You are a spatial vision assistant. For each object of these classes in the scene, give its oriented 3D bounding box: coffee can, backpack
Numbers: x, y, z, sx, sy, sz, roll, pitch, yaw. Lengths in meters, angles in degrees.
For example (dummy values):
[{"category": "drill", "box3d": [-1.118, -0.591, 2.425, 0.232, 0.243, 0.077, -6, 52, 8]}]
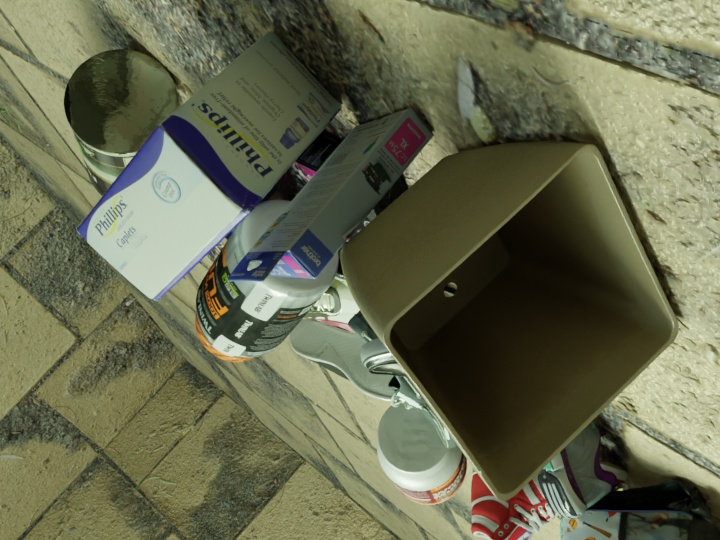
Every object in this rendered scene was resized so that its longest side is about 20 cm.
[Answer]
[{"category": "coffee can", "box3d": [-0.317, -0.189, 1.227, 0.146, 0.147, 0.200, 42, 162, 4]}, {"category": "backpack", "box3d": [0.308, 0.341, 0.983, 0.189, 0.155, 0.201, -2, 134, 42]}]

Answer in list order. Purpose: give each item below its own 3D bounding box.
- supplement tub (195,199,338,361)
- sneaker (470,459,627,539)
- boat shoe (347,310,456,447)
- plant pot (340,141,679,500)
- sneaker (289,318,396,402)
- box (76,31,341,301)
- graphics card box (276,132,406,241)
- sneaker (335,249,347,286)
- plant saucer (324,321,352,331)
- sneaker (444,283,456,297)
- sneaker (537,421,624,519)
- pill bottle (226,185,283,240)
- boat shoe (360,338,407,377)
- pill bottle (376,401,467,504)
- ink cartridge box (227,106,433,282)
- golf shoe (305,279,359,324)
[{"category": "supplement tub", "box3d": [-0.116, 0.020, 1.025, 0.122, 0.123, 0.200, 43, 138, 1]}, {"category": "sneaker", "box3d": [0.220, 0.283, 1.065, 0.198, 0.114, 0.071, -10, 147, 35]}, {"category": "boat shoe", "box3d": [0.052, 0.122, 1.008, 0.202, 0.061, 0.073, 61, 172, -12]}, {"category": "plant pot", "box3d": [0.098, 0.017, 0.717, 0.201, 0.199, 0.177, 54, 171, -31]}, {"category": "sneaker", "box3d": [0.007, 0.121, 1.189, 0.198, 0.072, 0.099, 22, 178, 28]}, {"category": "box", "box3d": [-0.140, -0.098, 0.844, 0.105, 0.201, 0.183, 45, 133, -9]}, {"category": "graphics card box", "box3d": [-0.025, -0.086, 0.964, 0.199, 0.051, 0.126, 29, 158, 38]}, {"category": "sneaker", "box3d": [0.000, 0.000, 1.069, 0.200, 0.075, 0.076, 44, 162, 4]}, {"category": "plant saucer", "box3d": [-0.002, 0.075, 1.291, 0.200, 0.051, 0.201, 40, 162, 16]}, {"category": "sneaker", "box3d": [0.099, 0.030, 0.911, 0.070, 0.076, 0.201, 37, 162, 20]}, {"category": "sneaker", "box3d": [0.219, 0.167, 0.994, 0.203, 0.086, 0.074, 68, 163, 2]}, {"category": "pill bottle", "box3d": [-0.132, -0.082, 1.115, 0.200, 0.112, 0.112, 46, 163, -8]}, {"category": "boat shoe", "box3d": [0.097, 0.097, 0.916, 0.196, 0.058, 0.069, -3, 157, 7]}, {"category": "pill bottle", "box3d": [0.079, 0.231, 1.142, 0.109, 0.110, 0.200, 36, 168, 21]}, {"category": "ink cartridge box", "box3d": [-0.030, -0.055, 0.791, 0.042, 0.200, 0.119, 46, 163, -17]}, {"category": "golf shoe", "box3d": [-0.051, 0.040, 1.159, 0.198, 0.088, 0.079, 5, 109, 37]}]
